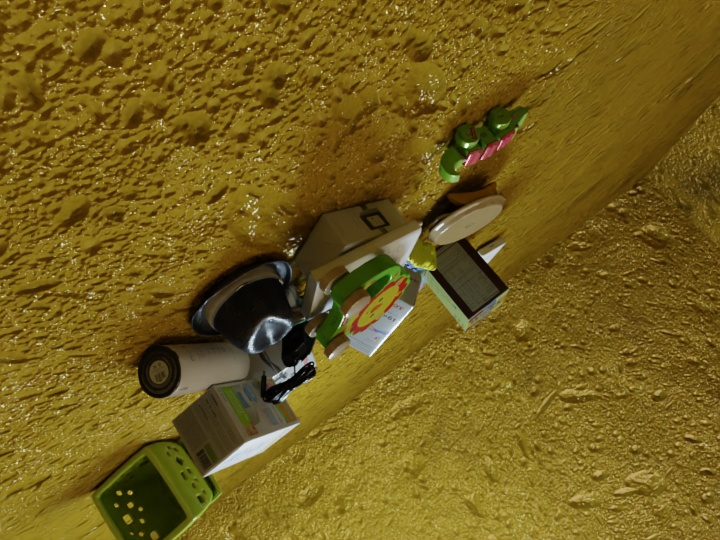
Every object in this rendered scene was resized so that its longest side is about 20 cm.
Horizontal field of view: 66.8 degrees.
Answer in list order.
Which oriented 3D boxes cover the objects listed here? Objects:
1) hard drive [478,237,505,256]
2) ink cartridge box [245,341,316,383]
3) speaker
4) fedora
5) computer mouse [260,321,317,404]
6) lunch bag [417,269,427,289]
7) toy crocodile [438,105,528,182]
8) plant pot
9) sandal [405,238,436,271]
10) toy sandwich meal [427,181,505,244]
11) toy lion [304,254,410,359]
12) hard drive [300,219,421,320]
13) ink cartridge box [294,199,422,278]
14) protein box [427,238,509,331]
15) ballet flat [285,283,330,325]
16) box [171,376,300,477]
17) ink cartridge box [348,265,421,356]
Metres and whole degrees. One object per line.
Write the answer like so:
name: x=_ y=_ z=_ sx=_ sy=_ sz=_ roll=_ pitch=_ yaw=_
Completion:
hard drive: x=0.402 y=-0.025 z=1.864 sx=0.132 sy=0.026 sz=0.200 roll=-27 pitch=160 yaw=-33
ink cartridge box: x=-0.199 y=0.210 z=1.166 sx=0.200 sy=0.083 sz=0.145 roll=-33 pitch=162 yaw=-12
speaker: x=-0.266 y=0.159 z=0.901 sx=0.081 sy=0.081 sz=0.200 roll=-41 pitch=164 yaw=11
fedora: x=-0.164 y=0.072 z=0.852 sx=0.200 sy=0.092 sz=0.201 roll=-34 pitch=163 yaw=-12
computer mouse: x=-0.129 y=0.154 z=1.006 sx=0.140 sy=0.200 sz=0.046 roll=-39 pitch=127 yaw=21
lunch bag: x=0.064 y=0.052 z=1.305 sx=0.200 sy=0.077 sz=0.160 roll=-36 pitch=165 yaw=-5
toy crocodile: x=0.207 y=-0.216 z=0.913 sx=0.200 sy=0.062 sz=0.068 roll=-32 pitch=163 yaw=-21
plant pot: x=-0.459 y=0.522 z=1.278 sx=0.200 sy=0.199 sz=0.181 roll=-41 pitch=169 yaw=9
sandal: x=0.097 y=-0.033 z=1.160 sx=0.087 sy=0.080 sz=0.200 roll=-10 pitch=163 yaw=23
toy sandwich meal: x=0.226 y=-0.129 z=1.189 sx=0.205 sy=0.070 sz=0.205 roll=-24 pitch=165 yaw=-7
toy lion: x=0.012 y=0.043 z=0.866 sx=0.192 sy=0.069 sz=0.200 roll=-31 pitch=158 yaw=-33
hard drive: x=0.000 y=0.000 z=0.877 sx=0.200 sy=0.026 sz=0.132 roll=-27 pitch=158 yaw=-25
ink cartridge box: x=0.000 y=-0.050 z=0.915 sx=0.200 sy=0.067 sz=0.116 roll=-19 pitch=155 yaw=-46
protein box: x=0.281 y=0.035 z=1.494 sx=0.135 sy=0.200 sz=0.199 roll=-37 pitch=163 yaw=-2
ballet flat: x=-0.090 y=0.052 z=0.964 sx=0.200 sy=0.072 sz=0.068 roll=-13 pitch=-158 yaw=8
box: x=-0.213 y=0.268 z=0.967 sx=0.101 sy=0.113 sz=0.200 roll=-40 pitch=162 yaw=12
ink cartridge box: x=0.008 y=0.060 z=1.060 sx=0.200 sy=0.144 sz=0.085 roll=-56 pitch=-172 yaw=45
